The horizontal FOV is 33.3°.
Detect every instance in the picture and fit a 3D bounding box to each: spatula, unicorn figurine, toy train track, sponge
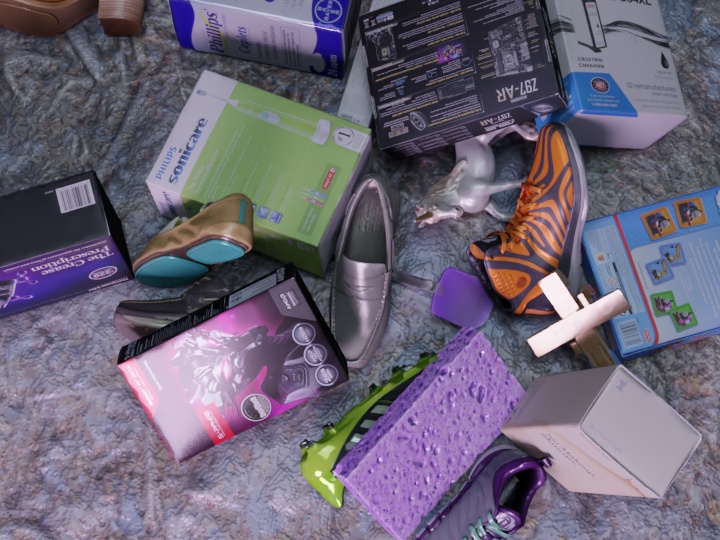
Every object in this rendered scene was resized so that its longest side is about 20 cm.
[{"bbox_3d":[0.046,0.007,1.279,0.198,0.021,0.057,20,80,11],"label":"spatula"},{"bbox_3d":[0.130,-0.106,1.299,0.136,0.074,0.201,5,56,2],"label":"unicorn figurine"},{"bbox_3d":[0.247,0.084,1.226,0.114,0.033,0.201,-31,96,30],"label":"toy train track"},{"bbox_3d":[0.073,0.162,1.192,0.200,0.112,0.030,-46,33,-14],"label":"sponge"}]

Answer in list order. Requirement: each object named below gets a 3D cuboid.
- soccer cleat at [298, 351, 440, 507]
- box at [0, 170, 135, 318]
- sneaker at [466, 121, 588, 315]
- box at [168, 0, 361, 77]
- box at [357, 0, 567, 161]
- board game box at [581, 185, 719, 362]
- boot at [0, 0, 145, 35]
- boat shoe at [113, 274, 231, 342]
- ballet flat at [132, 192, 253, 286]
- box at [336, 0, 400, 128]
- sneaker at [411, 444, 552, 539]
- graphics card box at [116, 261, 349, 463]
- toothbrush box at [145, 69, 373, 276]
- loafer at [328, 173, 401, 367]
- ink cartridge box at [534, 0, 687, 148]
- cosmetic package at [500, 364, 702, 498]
[{"bbox_3d":[0.029,0.157,1.217,0.199,0.068,0.081,-38,93,-10],"label":"soccer cleat"},{"bbox_3d":[-0.345,-0.017,1.227,0.198,0.141,0.080,-17,75,-5],"label":"box"},{"bbox_3d":[0.168,-0.050,1.230,0.111,0.078,0.202,-4,100,-13],"label":"sneaker"},{"bbox_3d":[-0.095,-0.338,1.350,0.198,0.105,0.186,11,72,4],"label":"box"},{"bbox_3d":[0.104,-0.221,1.264,0.198,0.043,0.162,-16,72,19],"label":"box"},{"bbox_3d":[0.343,-0.002,1.275,0.198,0.037,0.153,-15,73,-4],"label":"board game box"},{"bbox_3d":[-0.338,-0.353,1.368,0.198,0.077,0.157,0,74,-3],"label":"boot"},{"bbox_3d":[-0.154,0.049,1.249,0.198,0.075,0.074,7,62,-7],"label":"boat shoe"},{"bbox_3d":[-0.165,-0.031,1.221,0.068,0.199,0.064,23,65,-34],"label":"ballet flat"},{"bbox_3d":[0.012,-0.226,1.347,0.041,0.039,0.202,14,73,3],"label":"box"},{"bbox_3d":[0.108,0.253,1.158,0.074,0.087,0.201,37,75,-11],"label":"sneaker"},{"bbox_3d":[-0.124,0.092,1.188,0.199,0.051,0.126,-26,109,4],"label":"graphics card box"},{"bbox_3d":[-0.103,-0.104,1.276,0.198,0.086,0.147,20,70,9],"label":"toothbrush box"},{"bbox_3d":[0.000,0.000,1.241,0.069,0.070,0.202,6,88,13],"label":"loafer"},{"bbox_3d":[0.254,-0.241,1.305,0.145,0.084,0.202,-1,71,-25],"label":"ink cartridge box"},{"bbox_3d":[0.219,0.152,1.131,0.103,0.200,0.073,40,76,-4],"label":"cosmetic package"}]
